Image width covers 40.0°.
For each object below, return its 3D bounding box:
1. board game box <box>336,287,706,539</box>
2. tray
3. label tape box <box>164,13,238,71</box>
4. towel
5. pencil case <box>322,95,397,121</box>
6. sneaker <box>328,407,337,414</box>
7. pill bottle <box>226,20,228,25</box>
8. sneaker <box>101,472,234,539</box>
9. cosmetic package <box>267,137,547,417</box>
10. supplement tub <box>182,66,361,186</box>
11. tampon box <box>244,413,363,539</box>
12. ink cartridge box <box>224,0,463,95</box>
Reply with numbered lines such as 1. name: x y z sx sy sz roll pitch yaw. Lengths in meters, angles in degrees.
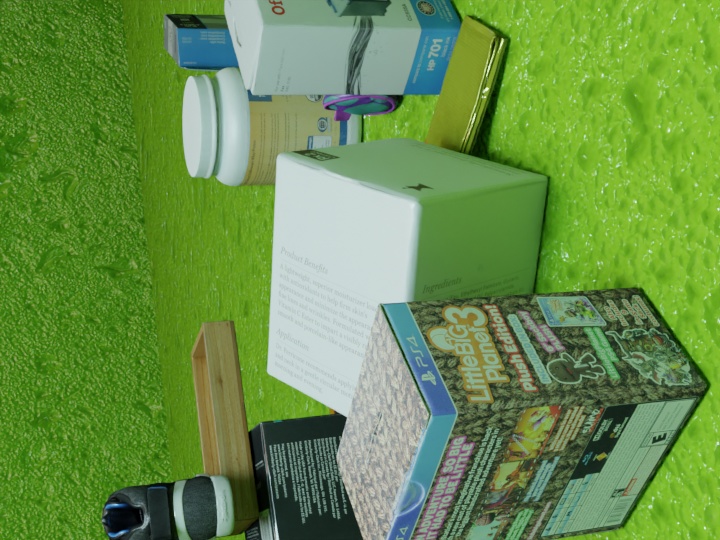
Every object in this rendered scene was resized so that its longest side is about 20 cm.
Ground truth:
1. board game box: 0.102 0.106 0.680 0.097 0.200 0.160 -114 29 -44
2. tray: -0.140 0.163 1.013 0.099 0.037 0.200 125 138 -61
3. label tape box: -0.240 -0.378 1.640 0.200 0.143 0.066 -132 43 -61
4. towel: 0.082 -0.132 0.923 0.086 0.018 0.200 -126 48 -56
5. pencil case: -0.007 -0.274 1.100 0.092 0.085 0.201 -10 83 54
6. sneaker: -0.016 0.158 1.199 0.200 0.075 0.090 -110 29 -43
7. pill bottle: -0.110 -0.405 1.325 0.200 0.114 0.114 110 150 -47
8. sneaker: -0.192 0.232 0.947 0.200 0.112 0.073 131 134 -64
9. cosmetic package: 0.035 0.006 0.836 0.165 0.165 0.200 23 116 42
10. supplement tub: -0.112 -0.178 1.231 0.145 0.200 0.145 177 90 -70
11. tampon box: -0.012 0.217 1.010 0.150 0.200 0.127 132 131 -65
12. ink cartridge box: -0.020 -0.247 0.968 0.086 0.200 0.147 110 150 -47
